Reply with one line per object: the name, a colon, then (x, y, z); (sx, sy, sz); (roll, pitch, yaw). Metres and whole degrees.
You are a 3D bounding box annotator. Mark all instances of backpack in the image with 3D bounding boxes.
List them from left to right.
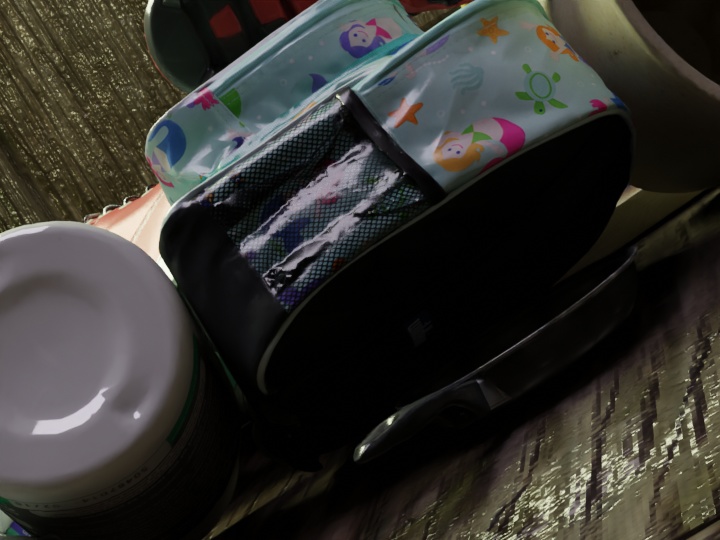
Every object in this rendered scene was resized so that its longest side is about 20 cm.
backpack: (0.015, -0.031, 1.006); (0.200, 0.151, 0.178); (-32, -20, -4)

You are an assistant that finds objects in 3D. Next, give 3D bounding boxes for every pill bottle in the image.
pill bottle: (-0.111, 0.061, 0.995); (0.113, 0.113, 0.200); (-33, -18, -5)

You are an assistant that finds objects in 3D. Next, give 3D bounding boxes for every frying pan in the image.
frying pan: (0.061, 0.033, 0.901); (0.115, 0.031, 0.190); (-33, 3, 10)

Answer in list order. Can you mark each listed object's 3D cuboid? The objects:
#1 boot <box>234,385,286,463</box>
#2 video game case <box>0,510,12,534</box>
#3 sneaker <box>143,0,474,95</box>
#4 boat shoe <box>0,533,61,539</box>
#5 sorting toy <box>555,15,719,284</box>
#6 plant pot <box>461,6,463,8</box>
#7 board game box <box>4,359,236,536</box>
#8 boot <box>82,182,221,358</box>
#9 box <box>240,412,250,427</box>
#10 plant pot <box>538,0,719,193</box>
boot: (0.000, 0.000, 1.160); (0.131, 0.068, 0.200); (-170, 103, -81)
video game case: (-0.235, 0.170, 1.145); (0.182, 0.023, 0.200); (-53, 11, -10)
sneaker: (-0.007, -0.137, 1.080); (0.200, 0.071, 0.098); (-24, 6, -8)
boat shoe: (-0.135, 0.136, 0.939); (0.068, 0.072, 0.200); (-35, 8, -2)
sorting toy: (0.132, -0.067, 1.235); (0.199, 0.070, 0.200); (-34, 5, -10)
plant pot: (0.191, -0.211, 1.629); (0.200, 0.194, 0.195); (-25, 3, -15)
board game box: (-0.148, 0.107, 1.205); (0.152, 0.045, 0.200); (-51, 9, -27)
boot: (-0.081, -0.043, 1.165); (0.144, 0.072, 0.200); (0, 50, 49)
box: (-0.106, 0.076, 1.439); (0.158, 0.050, 0.200); (-35, 6, -28)
plant pot: (0.162, -0.125, 1.052); (0.200, 0.201, 0.183); (-35, -5, -21)
